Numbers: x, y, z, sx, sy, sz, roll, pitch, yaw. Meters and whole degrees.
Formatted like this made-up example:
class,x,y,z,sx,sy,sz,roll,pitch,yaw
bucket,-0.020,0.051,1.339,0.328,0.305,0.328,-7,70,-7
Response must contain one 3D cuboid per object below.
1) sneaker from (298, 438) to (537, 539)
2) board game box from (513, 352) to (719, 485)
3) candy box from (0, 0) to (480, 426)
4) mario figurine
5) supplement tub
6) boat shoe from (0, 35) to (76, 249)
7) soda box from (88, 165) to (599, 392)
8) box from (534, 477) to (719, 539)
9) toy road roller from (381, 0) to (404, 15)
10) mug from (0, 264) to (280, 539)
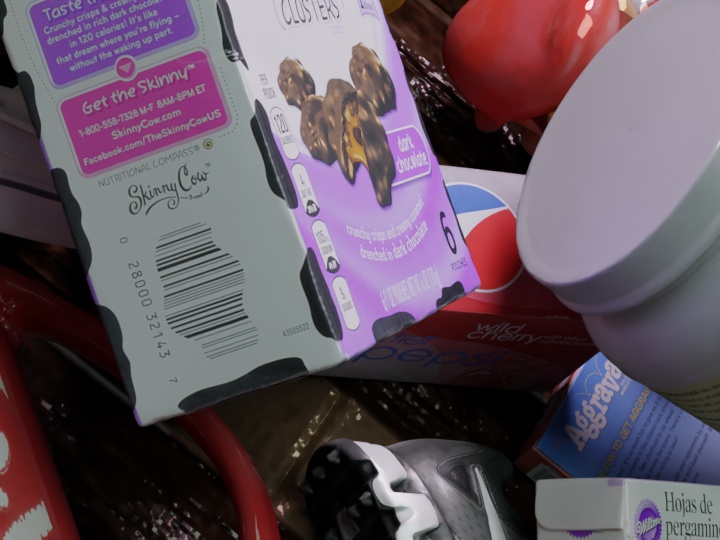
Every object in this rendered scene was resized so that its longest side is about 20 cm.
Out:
class,x,y,z,sx,sy,sz,roll,pitch,yaw
sneaker,0.055,0.144,0.985,0.090,0.066,0.200,-11,68,-32
board game box,0.144,0.037,1.127,0.103,0.019,0.200,40,52,-8
candy box,-0.044,-0.067,0.868,0.168,0.071,0.200,-25,96,-72
mario figurine,0.122,-0.052,1.128,0.200,0.106,0.123,27,14,-6
supplement tub,0.171,0.000,1.001,0.200,0.145,0.145,32,52,-24
boat shoe,-0.114,-0.054,0.871,0.200,0.065,0.074,9,28,-51
soda box,0.000,0.000,1.029,0.200,0.070,0.064,5,62,-28
box,0.137,0.101,1.026,0.200,0.041,0.039,9,78,-50
toy road roller,-0.051,-0.193,1.038,0.200,0.146,0.123,11,58,-4
mug,-0.133,0.077,0.874,0.177,0.133,0.200,-7,64,-26
